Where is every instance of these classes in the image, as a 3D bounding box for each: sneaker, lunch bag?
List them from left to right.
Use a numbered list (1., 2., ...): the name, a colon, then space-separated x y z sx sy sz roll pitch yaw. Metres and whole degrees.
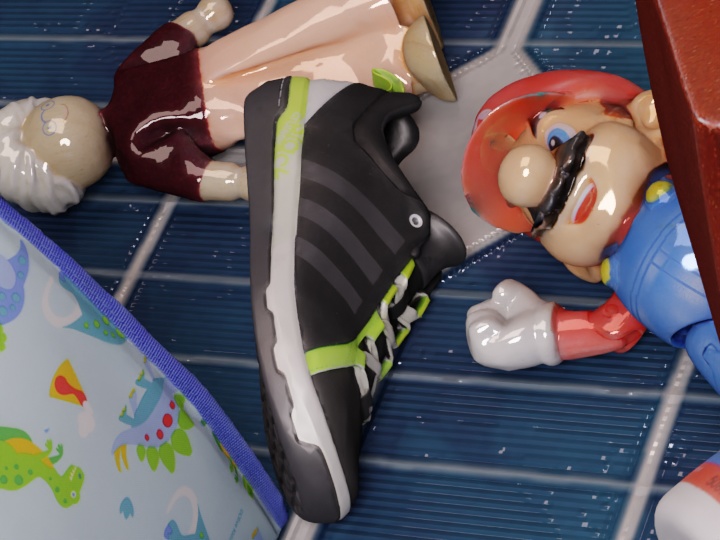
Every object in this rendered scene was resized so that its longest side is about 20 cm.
1. lunch bag: -0.137 0.089 0.953 0.127 0.200 0.170 5 54 30
2. sneaker: 0.000 0.000 1.055 0.083 0.072 0.200 -4 58 0

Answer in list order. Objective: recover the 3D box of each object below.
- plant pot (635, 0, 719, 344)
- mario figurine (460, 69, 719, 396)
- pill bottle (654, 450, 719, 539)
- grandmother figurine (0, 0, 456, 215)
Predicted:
1. plant pot: 0.173 -0.035 0.756 0.200 0.176 0.200 -24 34 12
2. mario figurine: 0.097 -0.008 0.993 0.123 0.106 0.200 -38 46 -10
3. pill bottle: 0.202 0.059 0.872 0.200 0.112 0.112 -37 44 -7
4. grandmother figurine: -0.064 -0.075 1.171 0.200 0.061 0.121 -19 36 7
